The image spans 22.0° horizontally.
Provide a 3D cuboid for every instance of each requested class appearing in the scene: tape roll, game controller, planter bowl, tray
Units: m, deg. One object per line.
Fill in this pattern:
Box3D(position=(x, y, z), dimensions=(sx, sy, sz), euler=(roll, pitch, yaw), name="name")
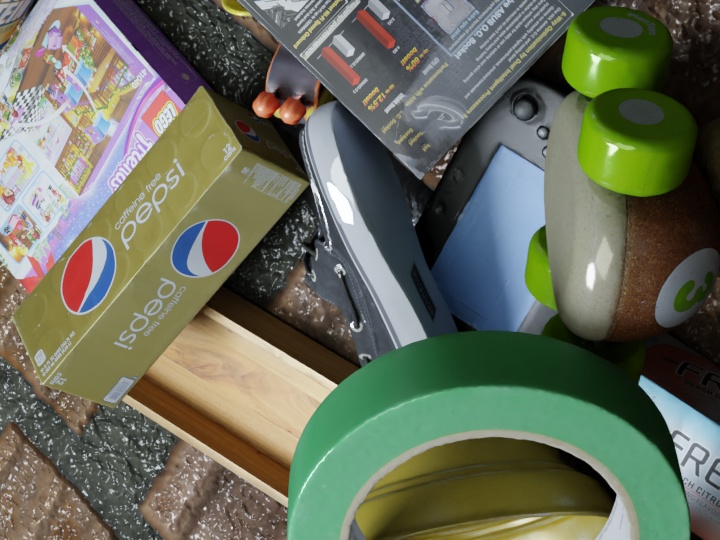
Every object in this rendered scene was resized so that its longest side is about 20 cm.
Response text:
Box3D(position=(0.063, 0.124, 0.930), dimensions=(0.200, 0.048, 0.201), euler=(-1, 123, -1), name="tape roll")
Box3D(position=(0.085, -0.015, 1.068), dimensions=(0.104, 0.042, 0.200), euler=(37, 121, 16), name="game controller")
Box3D(position=(0.054, 0.130, 1.071), dimensions=(0.200, 0.200, 0.084), euler=(-24, 66, 34), name="planter bowl")
Box3D(position=(-0.088, 0.068, 1.202), dimensions=(0.200, 0.037, 0.099), euler=(31, 119, 20), name="tray")

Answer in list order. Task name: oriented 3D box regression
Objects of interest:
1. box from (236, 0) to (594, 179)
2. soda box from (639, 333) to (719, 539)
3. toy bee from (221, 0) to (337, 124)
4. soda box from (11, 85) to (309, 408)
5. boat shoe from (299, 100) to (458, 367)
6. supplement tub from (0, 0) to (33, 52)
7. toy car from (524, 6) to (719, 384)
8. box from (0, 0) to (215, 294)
Box3D(position=(0.046, -0.174, 0.976), dimensions=(0.158, 0.050, 0.200), euler=(43, 98, -2), name="box")
Box3D(position=(0.208, 0.109, 1.022), dimensions=(0.200, 0.064, 0.069), euler=(34, 119, 17), name="soda box")
Box3D(position=(-0.014, -0.124, 1.054), dimensions=(0.131, 0.109, 0.201), euler=(-8, 101, 31), name="toy bee")
Box3D(position=(-0.125, -0.013, 1.138), dimensions=(0.200, 0.064, 0.068), euler=(-48, 48, 16), name="soda box")
Box3D(position=(0.000, 0.000, 1.049), dimensions=(0.066, 0.070, 0.200), euler=(-14, 120, 22), name="boat shoe")
Box3D(position=(-0.244, -0.232, 1.130), dimensions=(0.145, 0.145, 0.200), euler=(48, 125, 9), name="supplement tub")
Box3D(position=(0.196, -0.027, 0.945), dimensions=(0.199, 0.158, 0.165), euler=(4, 127, -3), name="toy car")
Box3D(position=(-0.189, -0.084, 1.211), dimensions=(0.137, 0.039, 0.200), euler=(49, 123, 9), name="box")
